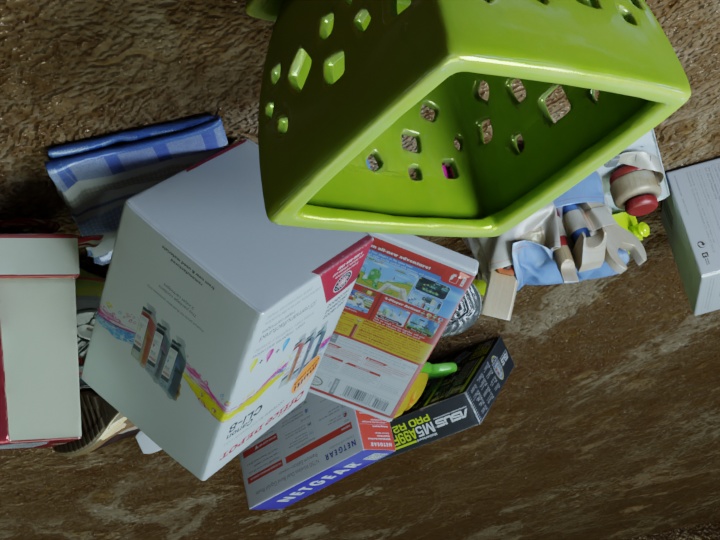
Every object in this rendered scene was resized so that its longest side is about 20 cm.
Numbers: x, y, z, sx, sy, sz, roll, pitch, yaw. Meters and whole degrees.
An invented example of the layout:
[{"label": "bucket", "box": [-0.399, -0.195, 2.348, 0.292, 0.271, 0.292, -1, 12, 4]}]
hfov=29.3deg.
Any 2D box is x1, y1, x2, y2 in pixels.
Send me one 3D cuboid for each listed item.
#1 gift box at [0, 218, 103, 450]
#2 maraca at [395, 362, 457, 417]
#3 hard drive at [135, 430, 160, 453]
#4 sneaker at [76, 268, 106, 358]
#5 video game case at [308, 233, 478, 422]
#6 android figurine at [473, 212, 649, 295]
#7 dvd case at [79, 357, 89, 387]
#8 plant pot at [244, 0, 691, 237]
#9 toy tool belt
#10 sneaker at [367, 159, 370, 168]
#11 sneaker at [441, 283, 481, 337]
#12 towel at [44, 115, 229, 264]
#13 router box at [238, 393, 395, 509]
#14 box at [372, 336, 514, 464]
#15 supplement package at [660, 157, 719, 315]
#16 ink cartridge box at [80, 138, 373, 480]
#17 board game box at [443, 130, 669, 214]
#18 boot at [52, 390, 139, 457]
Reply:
[{"label": "gift box", "box": [-0.306, 0.049, 1.104, 0.184, 0.188, 0.200, 0, 170, -26]}, {"label": "maraca", "box": [0.026, 0.123, 1.608, 0.137, 0.108, 0.199, -13, 169, 39]}, {"label": "hard drive", "box": [-0.125, 0.114, 1.323, 0.131, 0.026, 0.200, -24, -174, 13]}, {"label": "sneaker", "box": [-0.202, 0.046, 1.295, 0.200, 0.090, 0.078, 27, 114, -42]}, {"label": "video game case", "box": [-0.003, 0.039, 1.175, 0.142, 0.017, 0.200, 21, 131, -6]}, {"label": "android figurine", "box": [0.203, -0.016, 1.398, 0.181, 0.041, 0.200, -14, 175, -40]}, {"label": "dvd case", "box": [-0.258, 0.098, 1.420, 0.199, 0.022, 0.146, -15, 166, 39]}, {"label": "plant pot", "box": [0.051, -0.145, 0.858, 0.199, 0.182, 0.199, 4, 152, -36]}, {"label": "toy tool belt", "box": [0.191, -0.024, 1.251, 0.199, 0.124, 0.125, -10, 158, -10]}, {"label": "sneaker", "box": [-0.044, -0.062, 1.153, 0.082, 0.071, 0.200, -11, 162, -25]}, {"label": "sneaker", "box": [0.010, 0.012, 1.225, 0.199, 0.076, 0.076, 9, -171, 6]}, {"label": "towel", "box": [-0.172, -0.062, 1.142, 0.146, 0.024, 0.200, -13, 158, -4]}, {"label": "router box", "box": [-0.062, 0.145, 1.507, 0.049, 0.180, 0.200, 8, 150, -42]}, {"label": "box", "box": [0.092, 0.158, 1.687, 0.160, 0.044, 0.200, -23, -172, 22]}, {"label": "supplement package", "box": [0.419, -0.051, 1.396, 0.199, 0.120, 0.121, -15, 157, 3]}, {"label": "ink cartridge box", "box": [-0.110, 0.032, 1.099, 0.145, 0.144, 0.201, -35, 157, -45]}, {"label": "board game box", "box": [0.184, -0.083, 1.305, 0.199, 0.026, 0.200, -18, 159, 12]}, {"label": "boot", "box": [-0.243, 0.171, 1.604, 0.200, 0.073, 0.166, -31, 151, 30]}]
